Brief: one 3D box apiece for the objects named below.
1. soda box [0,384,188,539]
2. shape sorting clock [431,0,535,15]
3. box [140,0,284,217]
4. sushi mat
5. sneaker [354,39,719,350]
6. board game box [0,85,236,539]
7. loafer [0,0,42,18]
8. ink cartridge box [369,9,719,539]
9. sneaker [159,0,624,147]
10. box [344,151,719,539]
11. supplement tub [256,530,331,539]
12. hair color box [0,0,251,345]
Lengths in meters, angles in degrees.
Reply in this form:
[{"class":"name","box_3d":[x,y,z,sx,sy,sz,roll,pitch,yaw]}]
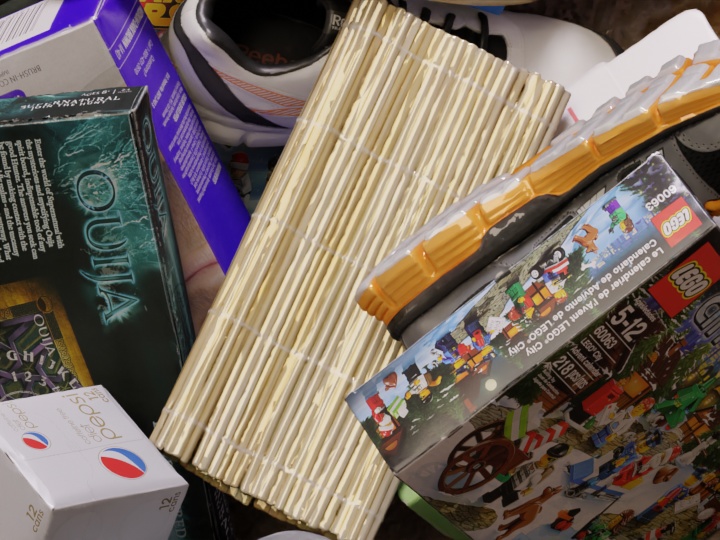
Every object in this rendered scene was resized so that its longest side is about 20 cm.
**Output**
[{"class":"soda box","box_3d":[-0.138,0.145,1.146,0.064,0.068,0.201,44,126,34]},{"class":"shape sorting clock","box_3d":[-0.004,-0.163,1.218,0.200,0.199,0.039,35,117,33]},{"class":"box","box_3d":[-0.072,-0.063,1.285,0.199,0.040,0.138,4,69,28]},{"class":"sushi mat","box_3d":[0.000,0.000,1.132,0.095,0.012,0.201,24,82,3]},{"class":"sneaker","box_3d":[0.094,-0.017,1.072,0.200,0.078,0.077,-34,93,28]},{"class":"board game box","box_3d":[-0.131,0.029,1.154,0.134,0.201,0.028,-4,25,10]},{"class":"loafer","box_3d":[-0.124,-0.146,1.224,0.072,0.200,0.063,-22,93,-18]},{"class":"ink cartridge box","box_3d":[0.085,0.003,1.161,0.199,0.067,0.117,-35,59,9]},{"class":"sneaker","box_3d":[0.016,-0.081,1.191,0.198,0.080,0.074,2,71,-6]},{"class":"box","box_3d":[0.093,0.050,1.056,0.136,0.200,0.038,-38,59,6]},{"class":"supplement tub","box_3d":[-0.074,0.183,1.069,0.199,0.123,0.122,-24,46,-38]},{"class":"hair color box","box_3d":[-0.104,-0.007,1.185,0.109,0.201,0.065,-21,22,16]}]
